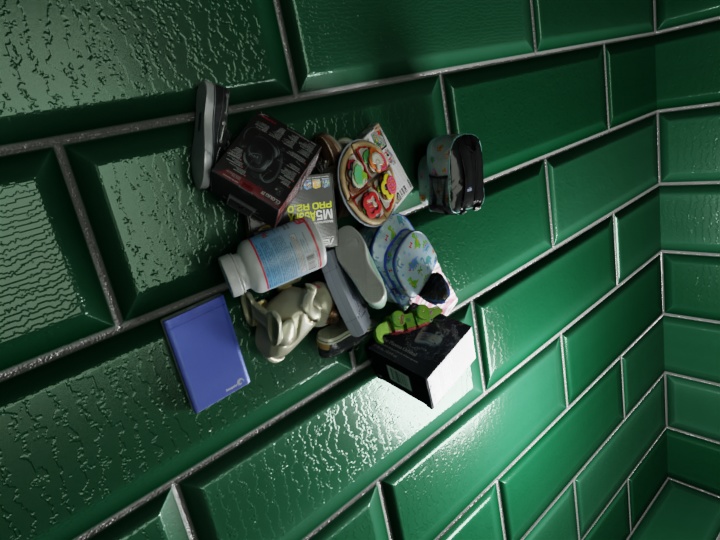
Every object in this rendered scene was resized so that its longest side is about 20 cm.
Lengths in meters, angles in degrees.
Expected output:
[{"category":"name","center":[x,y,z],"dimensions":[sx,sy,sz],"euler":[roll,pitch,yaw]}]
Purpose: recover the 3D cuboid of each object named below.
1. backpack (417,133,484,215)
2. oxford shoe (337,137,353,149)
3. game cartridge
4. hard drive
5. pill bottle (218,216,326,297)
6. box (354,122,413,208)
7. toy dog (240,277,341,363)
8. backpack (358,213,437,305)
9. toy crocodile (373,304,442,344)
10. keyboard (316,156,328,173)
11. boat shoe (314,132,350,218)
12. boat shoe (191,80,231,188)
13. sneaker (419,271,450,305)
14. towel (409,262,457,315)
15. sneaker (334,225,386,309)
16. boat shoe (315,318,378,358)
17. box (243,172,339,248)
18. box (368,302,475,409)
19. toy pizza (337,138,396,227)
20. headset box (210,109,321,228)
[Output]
[{"category":"backpack","center":[0.245,-0.265,1.400],"dimensions":[0.174,0.152,0.204],"euler":[-17,116,-40]},{"category":"oxford shoe","center":[-0.004,-0.220,1.239],"dimensions":[0.202,0.074,0.058],"euler":[63,27,-30]},{"category":"game cartridge","center":[-0.035,0.047,1.194],"dimensions":[0.040,0.133,0.203],"euler":[-23,93,8]},{"category":"hard drive","center":[-0.310,0.167,1.058],"dimensions":[0.131,0.025,0.204],"euler":[-26,111,-36]},{"category":"pill bottle","center":[-0.174,-0.024,1.035],"dimensions":[0.197,0.108,0.111],"euler":[-23,111,-18]},{"category":"box","center":[0.051,-0.253,1.311],"dimensions":[0.110,0.034,0.201],"euler":[-49,124,-25]},{"category":"toy dog","center":[-0.131,0.098,1.134],"dimensions":[0.198,0.138,0.197],"euler":[-26,120,-36]},{"category":"backpack","center":[0.087,-0.037,1.297],"dimensions":[0.201,0.146,0.184],"euler":[51,61,-28]},{"category":"toy crocodile","center":[0.119,0.129,1.297],"dimensions":[0.197,0.067,0.063],"euler":[-12,77,-28]},{"category":"keyboard","center":[-0.127,-0.181,1.156],"dimensions":[0.124,0.021,0.204],"euler":[-8,103,-12]},{"category":"boat shoe","center":[-0.061,-0.213,1.196],"dimensions":[0.071,0.075,0.203],"euler":[-34,114,-28]},{"category":"boat shoe","center":[-0.282,-0.257,1.006],"dimensions":[0.067,0.071,0.205],"euler":[4,85,-39]},{"category":"sneaker","center":[0.190,0.051,1.324],"dimensions":[0.078,0.200,0.076],"euler":[40,91,-12]},{"category":"towel","center":[0.205,0.072,1.487],"dimensions":[0.147,0.030,0.201],"euler":[-49,124,-24]},{"category":"sneaker","center":[0.000,0.000,1.207],"dimensions":[0.073,0.118,0.203],"euler":[-25,72,-1]},{"category":"boat shoe","center":[-0.033,0.159,1.264],"dimensions":[0.198,0.074,0.063],"euler":[-18,122,-48]},{"category":"box","center":[-0.149,-0.119,1.113],"dimensions":[0.196,0.044,0.164],"euler":[-9,101,-22]},{"category":"box","center":[0.160,0.211,1.344],"dimensions":[0.199,0.195,0.119],"euler":[-40,132,-30]},{"category":"toy pizza","center":[0.025,-0.202,1.195],"dimensions":[0.198,0.031,0.205],"euler":[8,79,-45]},{"category":"headset box","center":[-0.188,-0.193,1.021],"dimensions":[0.147,0.077,0.202],"euler":[29,62,-3]}]
